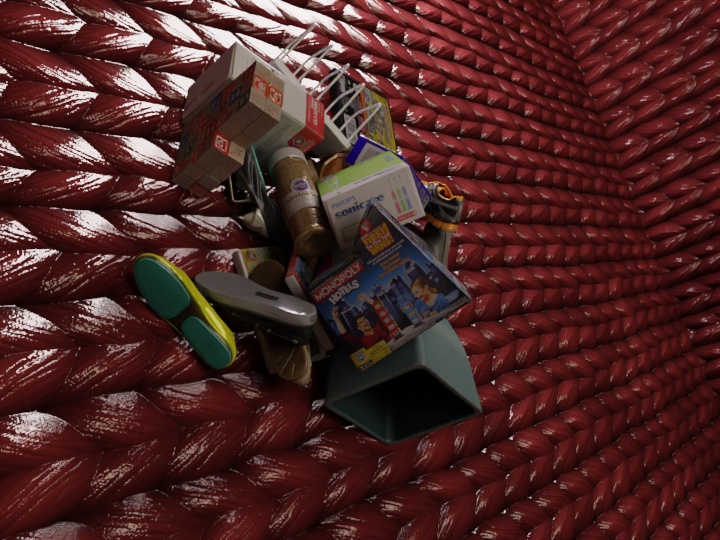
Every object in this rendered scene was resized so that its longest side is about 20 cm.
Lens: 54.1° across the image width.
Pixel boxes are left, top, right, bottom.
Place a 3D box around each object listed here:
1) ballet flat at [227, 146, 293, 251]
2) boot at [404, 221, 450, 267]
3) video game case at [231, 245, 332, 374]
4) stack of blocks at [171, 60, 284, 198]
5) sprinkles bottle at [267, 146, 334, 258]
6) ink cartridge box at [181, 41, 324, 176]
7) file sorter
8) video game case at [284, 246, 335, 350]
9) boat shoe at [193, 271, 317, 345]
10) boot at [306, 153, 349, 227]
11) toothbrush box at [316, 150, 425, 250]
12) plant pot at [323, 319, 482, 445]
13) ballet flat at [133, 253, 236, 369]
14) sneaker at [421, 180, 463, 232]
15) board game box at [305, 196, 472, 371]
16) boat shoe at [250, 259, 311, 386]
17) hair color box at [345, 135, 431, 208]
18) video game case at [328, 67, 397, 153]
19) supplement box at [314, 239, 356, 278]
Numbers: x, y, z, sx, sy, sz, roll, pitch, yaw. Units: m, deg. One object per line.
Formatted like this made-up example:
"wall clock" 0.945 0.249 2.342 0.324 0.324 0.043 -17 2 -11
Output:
"ballet flat" -0.175 -0.114 1.170 0.073 0.072 0.203 -27 94 -53
"boot" 0.102 -0.072 1.478 0.198 0.072 0.185 25 49 -31
"video game case" -0.114 0.056 1.172 0.180 0.023 0.204 -8 76 -52
"stack of blocks" -0.203 -0.212 1.077 0.058 0.198 0.117 29 47 -35
"sprinkles bottle" -0.099 -0.113 1.148 0.068 0.068 0.202 21 36 -41
"ink cartridge box" -0.178 -0.264 1.184 0.198 0.143 0.085 28 48 -38
"file sorter" -0.079 -0.334 1.313 0.200 0.138 0.125 47 72 -20
"video game case" -0.072 0.018 1.164 0.201 0.017 0.145 -84 150 -60
"boat shoe" -0.157 0.056 1.027 0.196 0.058 0.069 18 25 15
"boot" -0.058 -0.131 1.322 0.199 0.073 0.158 -25 96 -54
"toothbrush box" 0.010 -0.120 1.153 0.200 0.143 0.088 -114 -177 -74
"plant pot" 0.069 0.144 1.190 0.195 0.194 0.203 40 36 -39
"ballet flat" -0.244 0.052 0.996 0.201 0.066 0.067 54 17 -17
"sneaker" 0.152 -0.160 1.516 0.077 0.078 0.200 -1 32 -45
"board game box" 0.028 0.008 1.031 0.202 0.198 0.062 56 8 -12
"boat shoe" -0.123 0.082 1.084 0.065 0.070 0.203 65 8 -65
"hair color box" 0.059 -0.179 1.383 0.108 0.065 0.200 31 -5 25
"video game case" 0.009 -0.322 1.541 0.179 0.025 0.204 18 55 -43
"supplement box" 0.000 0.000 1.180 0.105 0.100 0.201 62 23 -25
